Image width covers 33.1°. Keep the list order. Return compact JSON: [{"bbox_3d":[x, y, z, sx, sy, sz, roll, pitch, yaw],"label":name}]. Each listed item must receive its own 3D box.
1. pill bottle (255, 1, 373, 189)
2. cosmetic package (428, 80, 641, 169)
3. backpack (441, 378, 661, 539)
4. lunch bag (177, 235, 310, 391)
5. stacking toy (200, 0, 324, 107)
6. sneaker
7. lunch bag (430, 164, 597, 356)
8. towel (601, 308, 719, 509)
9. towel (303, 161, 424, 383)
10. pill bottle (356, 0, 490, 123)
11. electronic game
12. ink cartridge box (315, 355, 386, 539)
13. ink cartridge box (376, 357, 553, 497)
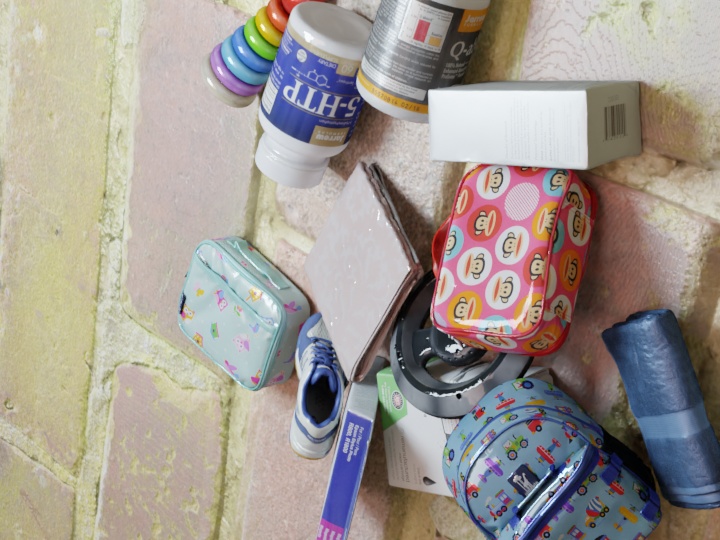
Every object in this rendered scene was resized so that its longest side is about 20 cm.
[{"bbox_3d":[-0.056,-0.206,1.456,0.119,0.119,0.202,41,126,27],"label":"pill bottle"},{"bbox_3d":[0.178,-0.155,1.262,0.198,0.112,0.082,6,105,43],"label":"cosmetic package"},{"bbox_3d":[0.189,0.222,1.260,0.200,0.135,0.183,44,99,-7],"label":"backpack"},{"bbox_3d":[-0.163,0.052,1.651,0.199,0.077,0.162,38,124,29],"label":"lunch bag"},{"bbox_3d":[-0.117,-0.297,1.522,0.200,0.085,0.086,-42,73,36],"label":"stacking toy"},{"bbox_3d":[-0.042,0.131,1.509,0.089,0.074,0.202,111,164,-55],"label":"sneaker"},{"bbox_3d":[0.150,-0.015,1.294,0.174,0.082,0.203,5,73,40],"label":"lunch bag"},{"bbox_3d":[0.311,0.141,1.230,0.112,0.048,0.203,149,103,-76],"label":"towel"},{"bbox_3d":[0.000,0.000,1.473,0.192,0.032,0.201,-60,37,34],"label":"towel"},{"bbox_3d":[0.074,-0.273,1.321,0.116,0.116,0.202,38,124,29],"label":"pill bottle"},{"bbox_3d":[0.117,0.070,1.366,0.198,0.041,0.203,-20,55,31],"label":"electronic game"},{"bbox_3d":[-0.015,0.233,1.492,0.043,0.200,0.199,14,114,2],"label":"ink cartridge box"},{"bbox_3d":[0.125,0.185,1.417,0.198,0.084,0.148,1,102,43],"label":"ink cartridge box"}]
